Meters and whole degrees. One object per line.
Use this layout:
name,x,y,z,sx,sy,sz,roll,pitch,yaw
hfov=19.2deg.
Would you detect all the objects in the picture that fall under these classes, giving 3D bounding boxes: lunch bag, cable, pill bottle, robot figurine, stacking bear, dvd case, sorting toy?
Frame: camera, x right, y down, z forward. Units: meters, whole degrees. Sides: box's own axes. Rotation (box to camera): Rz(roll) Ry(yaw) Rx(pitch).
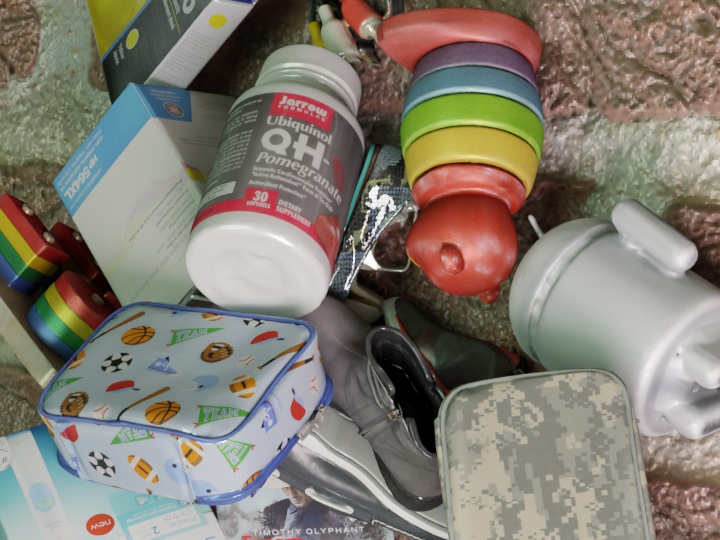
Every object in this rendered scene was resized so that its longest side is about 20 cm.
lunch bag,0.126,0.178,1.401,0.138,0.168,0.202,-8,65,2
cable,-0.034,-0.229,1.706,0.200,0.050,0.097,53,124,27
pill bottle,-0.058,-0.071,1.601,0.110,0.111,0.201,-19,41,36
robot figurine,0.183,0.038,1.474,0.200,0.112,0.171,36,121,34
lunch bag,-0.120,0.090,1.533,0.199,0.160,0.076,8,129,31
stacking bear,0.076,-0.077,1.534,0.113,0.121,0.202,-9,62,24
dvd case,-0.041,0.220,1.607,0.022,0.145,0.202,128,139,-57
sorting toy,-0.235,0.031,1.765,0.070,0.200,0.199,-46,59,7

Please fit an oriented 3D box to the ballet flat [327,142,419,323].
ballet flat,0.000,0.000,1.657,0.074,0.074,0.201,37,110,34

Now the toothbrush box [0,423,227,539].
toothbrush box,-0.186,0.199,1.554,0.200,0.145,0.086,-123,22,-45

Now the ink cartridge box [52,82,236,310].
ink cartridge box,-0.133,-0.033,1.722,0.125,0.128,0.201,-46,61,27

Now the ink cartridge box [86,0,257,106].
ink cartridge box,-0.153,-0.251,1.774,0.200,0.047,0.199,-48,40,29

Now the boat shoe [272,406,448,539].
boat shoe,-0.006,0.153,1.608,0.199,0.076,0.060,36,124,0

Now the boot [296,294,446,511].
boot,0.012,0.070,1.540,0.070,0.132,0.200,-34,67,-17

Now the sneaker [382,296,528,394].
sneaker,0.083,0.083,1.591,0.081,0.077,0.200,-26,46,-11
